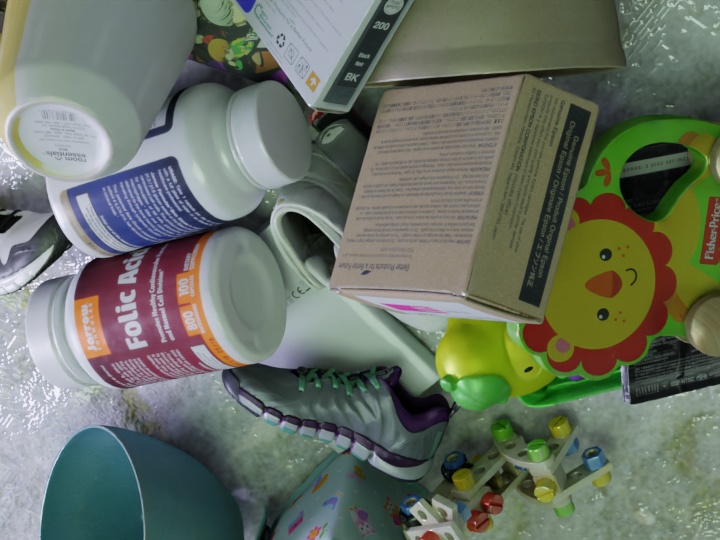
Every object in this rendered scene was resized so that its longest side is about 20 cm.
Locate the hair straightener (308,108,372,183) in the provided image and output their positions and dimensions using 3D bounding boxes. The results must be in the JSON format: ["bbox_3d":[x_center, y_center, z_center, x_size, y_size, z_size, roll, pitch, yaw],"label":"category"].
[{"bbox_3d":[0.030,-0.050,1.619,0.041,0.077,0.200,-32,123,12],"label":"hair straightener"}]

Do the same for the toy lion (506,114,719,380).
[{"bbox_3d":[0.197,-0.018,1.507,0.191,0.069,0.201,6,100,-14],"label":"toy lion"}]

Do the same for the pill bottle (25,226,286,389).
[{"bbox_3d":[-0.172,0.036,1.688,0.199,0.114,0.115,-12,118,28],"label":"pill bottle"}]

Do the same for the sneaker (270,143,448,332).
[{"bbox_3d":[0.000,0.000,1.653,0.074,0.116,0.200,-37,109,27],"label":"sneaker"}]

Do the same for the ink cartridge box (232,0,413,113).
[{"bbox_3d":[-0.024,-0.251,1.434,0.043,0.198,0.200,-1,134,-42],"label":"ink cartridge box"}]

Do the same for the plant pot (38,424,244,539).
[{"bbox_3d":[-0.184,0.240,1.819,0.134,0.201,0.200,5,132,-36],"label":"plant pot"}]

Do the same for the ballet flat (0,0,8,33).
[{"bbox_3d":[-0.263,-0.261,1.600,0.067,0.046,0.201,5,119,-4],"label":"ballet flat"}]

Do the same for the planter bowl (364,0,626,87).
[{"bbox_3d":[0.091,-0.206,1.476,0.199,0.200,0.136,-2,94,14],"label":"planter bowl"}]

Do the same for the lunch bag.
[{"bbox_3d":[-0.042,0.273,1.796,0.122,0.171,0.200,40,119,-14],"label":"lunch bag"}]

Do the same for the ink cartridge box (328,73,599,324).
[{"bbox_3d":[0.072,-0.050,1.480,0.075,0.166,0.200,19,172,-29],"label":"ink cartridge box"}]

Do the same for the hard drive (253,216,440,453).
[{"bbox_3d":[-0.043,0.055,1.750,0.200,0.027,0.132,44,121,-14],"label":"hard drive"}]

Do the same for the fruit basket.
[{"bbox_3d":[0.142,0.026,1.585,0.155,0.216,0.216,-16,116,21],"label":"fruit basket"}]

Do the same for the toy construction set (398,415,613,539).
[{"bbox_3d":[0.107,0.196,1.717,0.131,0.200,0.093,5,114,46],"label":"toy construction set"}]

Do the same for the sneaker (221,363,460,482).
[{"bbox_3d":[-0.016,0.101,1.724,0.199,0.075,0.088,24,110,-14],"label":"sneaker"}]

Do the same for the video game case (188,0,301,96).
[{"bbox_3d":[-0.076,-0.242,1.568,0.180,0.036,0.201,19,123,2],"label":"video game case"}]

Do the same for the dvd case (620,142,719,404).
[{"bbox_3d":[0.263,-0.007,1.572,0.148,0.016,0.201,-11,106,-18],"label":"dvd case"}]

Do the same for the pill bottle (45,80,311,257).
[{"bbox_3d":[-0.143,-0.085,1.625,0.199,0.111,0.111,-15,117,28],"label":"pill bottle"}]

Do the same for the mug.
[{"bbox_3d":[-0.222,-0.140,1.545,0.149,0.154,0.186,38,130,-26],"label":"mug"}]

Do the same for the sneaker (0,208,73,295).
[{"bbox_3d":[-0.311,-0.023,1.711,0.199,0.074,0.080,-17,110,46],"label":"sneaker"}]
